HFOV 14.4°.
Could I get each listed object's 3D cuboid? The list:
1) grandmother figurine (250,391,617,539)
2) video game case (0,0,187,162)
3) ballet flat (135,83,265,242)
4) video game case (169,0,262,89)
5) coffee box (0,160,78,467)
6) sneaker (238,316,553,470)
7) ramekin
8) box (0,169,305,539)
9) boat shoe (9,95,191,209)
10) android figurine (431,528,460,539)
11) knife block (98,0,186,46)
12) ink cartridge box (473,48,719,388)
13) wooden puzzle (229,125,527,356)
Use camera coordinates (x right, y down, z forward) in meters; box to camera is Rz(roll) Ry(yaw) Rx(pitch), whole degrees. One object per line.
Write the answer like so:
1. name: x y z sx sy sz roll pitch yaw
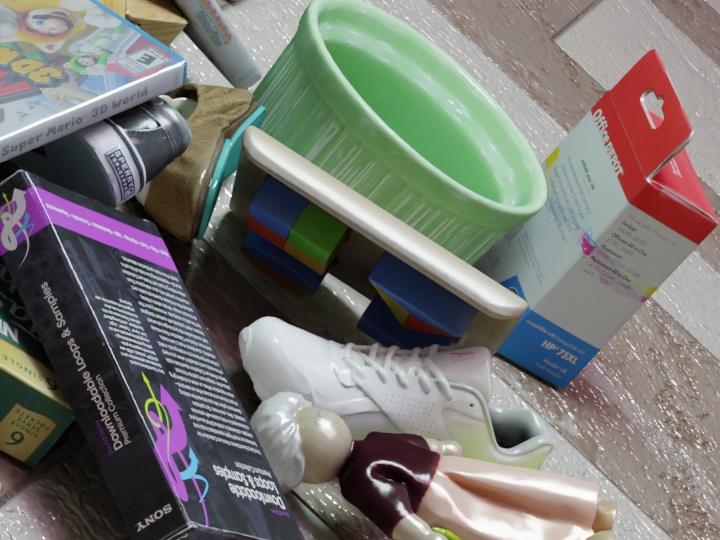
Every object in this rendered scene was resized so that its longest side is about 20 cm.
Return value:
1. grandmother figurine: 0.035 0.114 1.510 0.199 0.061 0.121 19 12 0
2. video game case: -0.208 -0.101 1.449 0.200 0.018 0.143 -27 49 -38
3. ballet flat: -0.107 -0.071 1.689 0.072 0.068 0.200 20 23 0
4. video game case: -0.150 -0.222 1.800 0.200 0.023 0.182 49 -4 40
5. coffee box: -0.199 0.000 1.413 0.123 0.044 0.200 34 24 -24
6. sneaker: 0.024 0.067 1.591 0.200 0.099 0.078 30 26 -28
7. ramekin: 0.015 -0.076 1.844 0.200 0.098 0.200 36 23 -17
8. box: -0.106 0.054 1.404 0.200 0.036 0.143 62 15 21
9. boat shoe: -0.169 -0.099 1.527 0.199 0.068 0.074 26 -38 43
10. android figurine: 0.106 0.187 1.543 0.200 0.041 0.182 27 19 -9
11. knife block: -0.195 -0.164 1.698 0.200 0.064 0.175 51 22 21
12. ink cartridge box: 0.162 -0.035 1.878 0.067 0.200 0.116 30 25 -28
13. wooden puzzle: 0.000 0.000 1.651 0.185 0.046 0.200 32 -10 2
